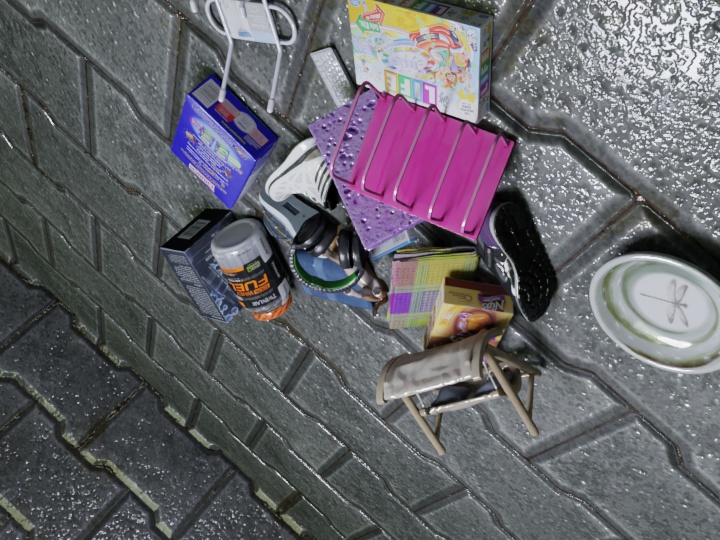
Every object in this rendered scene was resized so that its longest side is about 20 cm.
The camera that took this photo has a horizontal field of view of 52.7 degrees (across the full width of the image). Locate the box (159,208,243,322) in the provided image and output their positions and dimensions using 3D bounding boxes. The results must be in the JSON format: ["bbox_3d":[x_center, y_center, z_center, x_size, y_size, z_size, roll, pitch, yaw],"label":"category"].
[{"bbox_3d":[-0.322,-0.011,1.620,0.106,0.149,0.202,9,135,43],"label":"box"}]

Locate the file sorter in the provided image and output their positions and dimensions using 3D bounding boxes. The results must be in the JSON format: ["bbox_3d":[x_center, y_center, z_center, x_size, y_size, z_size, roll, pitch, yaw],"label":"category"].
[{"bbox_3d":[0.078,-0.142,0.941,0.198,0.141,0.125,23,-173,15],"label":"file sorter"}]

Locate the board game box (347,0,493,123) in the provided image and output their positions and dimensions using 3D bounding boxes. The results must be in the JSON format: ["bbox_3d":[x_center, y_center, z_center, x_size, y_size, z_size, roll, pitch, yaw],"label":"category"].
[{"bbox_3d":[0.076,-0.284,0.946,0.198,0.034,0.136,25,145,28],"label":"board game box"}]

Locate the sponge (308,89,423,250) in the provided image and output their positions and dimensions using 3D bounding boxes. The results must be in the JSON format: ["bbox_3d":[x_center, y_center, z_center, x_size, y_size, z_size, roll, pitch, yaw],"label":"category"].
[{"bbox_3d":[0.015,-0.144,1.044,0.202,0.110,0.030,65,-171,6],"label":"sponge"}]

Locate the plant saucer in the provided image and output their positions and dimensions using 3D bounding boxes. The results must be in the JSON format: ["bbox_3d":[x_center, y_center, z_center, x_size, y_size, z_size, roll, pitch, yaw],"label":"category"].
[{"bbox_3d":[0.401,0.046,0.947,0.199,0.050,0.202,29,145,23],"label":"plant saucer"}]

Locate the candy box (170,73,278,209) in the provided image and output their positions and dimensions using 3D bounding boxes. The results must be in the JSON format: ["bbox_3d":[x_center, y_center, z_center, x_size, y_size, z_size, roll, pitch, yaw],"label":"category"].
[{"bbox_3d":[-0.258,-0.234,1.352,0.169,0.077,0.200,44,148,-3],"label":"candy box"}]

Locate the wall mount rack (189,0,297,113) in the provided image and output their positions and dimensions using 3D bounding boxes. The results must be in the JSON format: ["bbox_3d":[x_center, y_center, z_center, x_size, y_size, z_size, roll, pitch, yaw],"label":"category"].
[{"bbox_3d":[-0.184,-0.348,1.131,0.198,0.075,0.175,20,142,35],"label":"wall mount rack"}]

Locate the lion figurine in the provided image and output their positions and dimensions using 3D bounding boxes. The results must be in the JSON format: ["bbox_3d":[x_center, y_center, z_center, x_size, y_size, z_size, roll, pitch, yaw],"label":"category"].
[{"bbox_3d":[0.000,0.000,1.252,0.202,0.072,0.122,63,-163,19],"label":"lion figurine"}]

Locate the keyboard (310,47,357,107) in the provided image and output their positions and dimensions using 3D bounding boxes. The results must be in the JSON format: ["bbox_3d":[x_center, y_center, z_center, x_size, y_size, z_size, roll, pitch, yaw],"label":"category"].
[{"bbox_3d":[-0.014,-0.247,1.117,0.056,0.011,0.201,1,129,49],"label":"keyboard"}]

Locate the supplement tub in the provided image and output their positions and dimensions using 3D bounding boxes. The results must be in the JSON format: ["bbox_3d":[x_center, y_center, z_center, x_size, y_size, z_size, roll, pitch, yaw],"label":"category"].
[{"bbox_3d":[-0.226,0.001,1.549,0.121,0.123,0.202,11,136,42],"label":"supplement tub"}]

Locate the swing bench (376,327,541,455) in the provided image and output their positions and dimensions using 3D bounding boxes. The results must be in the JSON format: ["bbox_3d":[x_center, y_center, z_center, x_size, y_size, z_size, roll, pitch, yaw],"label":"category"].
[{"bbox_3d":[0.164,0.188,1.197,0.197,0.131,0.200,-20,131,35],"label":"swing bench"}]

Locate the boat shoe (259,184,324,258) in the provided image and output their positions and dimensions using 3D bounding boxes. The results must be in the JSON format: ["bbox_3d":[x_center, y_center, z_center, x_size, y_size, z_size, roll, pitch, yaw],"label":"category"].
[{"bbox_3d":[-0.115,-0.078,1.378,0.200,0.071,0.091,44,155,24],"label":"boat shoe"}]

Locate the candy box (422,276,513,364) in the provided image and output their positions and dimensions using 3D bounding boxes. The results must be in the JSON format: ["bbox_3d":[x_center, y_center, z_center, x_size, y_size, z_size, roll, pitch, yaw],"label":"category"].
[{"bbox_3d":[0.175,0.095,1.219,0.115,0.057,0.201,9,143,-1],"label":"candy box"}]

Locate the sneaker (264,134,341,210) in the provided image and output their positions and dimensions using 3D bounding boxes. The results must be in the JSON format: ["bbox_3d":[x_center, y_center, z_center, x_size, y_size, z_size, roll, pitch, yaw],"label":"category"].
[{"bbox_3d":[-0.096,-0.139,1.255,0.116,0.075,0.200,59,147,4],"label":"sneaker"}]

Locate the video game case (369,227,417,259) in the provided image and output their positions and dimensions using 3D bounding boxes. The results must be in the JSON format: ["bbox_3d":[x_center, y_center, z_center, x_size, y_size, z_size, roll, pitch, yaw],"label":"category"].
[{"bbox_3d":[0.018,-0.126,1.127,0.143,0.018,0.203,-24,86,66],"label":"video game case"}]

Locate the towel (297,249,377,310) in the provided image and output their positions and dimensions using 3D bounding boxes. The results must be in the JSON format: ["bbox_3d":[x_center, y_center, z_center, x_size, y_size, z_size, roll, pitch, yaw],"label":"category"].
[{"bbox_3d":[-0.050,0.012,1.430,0.198,0.049,0.113,13,138,42],"label":"towel"}]

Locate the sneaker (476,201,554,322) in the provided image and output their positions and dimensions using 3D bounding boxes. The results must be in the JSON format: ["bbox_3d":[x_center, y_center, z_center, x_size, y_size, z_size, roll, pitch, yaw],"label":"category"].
[{"bbox_3d":[0.221,-0.018,1.079,0.087,0.075,0.202,20,140,57],"label":"sneaker"}]

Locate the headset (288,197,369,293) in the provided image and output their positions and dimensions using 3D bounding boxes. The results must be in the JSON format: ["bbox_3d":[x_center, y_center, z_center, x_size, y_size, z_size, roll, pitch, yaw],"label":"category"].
[{"bbox_3d":[-0.038,-0.055,1.138,0.122,0.095,0.201,19,129,-10],"label":"headset"}]

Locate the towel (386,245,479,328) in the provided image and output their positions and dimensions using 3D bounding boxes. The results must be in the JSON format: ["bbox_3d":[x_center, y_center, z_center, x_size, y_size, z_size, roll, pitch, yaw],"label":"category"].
[{"bbox_3d":[0.116,0.029,1.208,0.141,0.023,0.201,-5,142,-6],"label":"towel"}]
